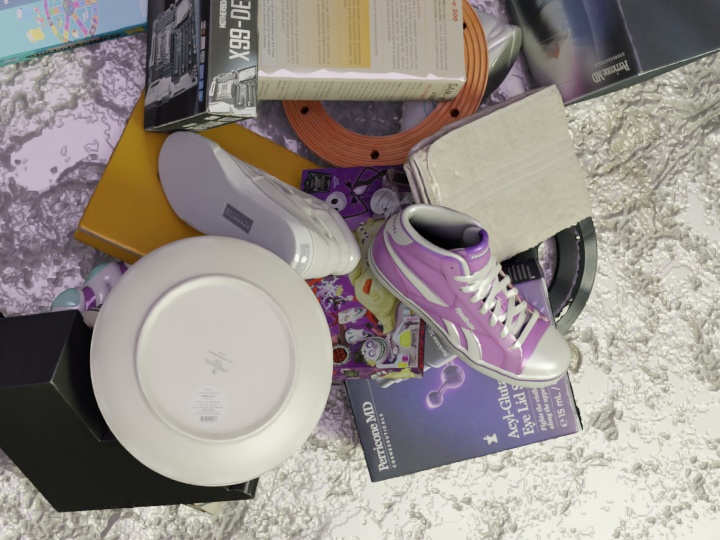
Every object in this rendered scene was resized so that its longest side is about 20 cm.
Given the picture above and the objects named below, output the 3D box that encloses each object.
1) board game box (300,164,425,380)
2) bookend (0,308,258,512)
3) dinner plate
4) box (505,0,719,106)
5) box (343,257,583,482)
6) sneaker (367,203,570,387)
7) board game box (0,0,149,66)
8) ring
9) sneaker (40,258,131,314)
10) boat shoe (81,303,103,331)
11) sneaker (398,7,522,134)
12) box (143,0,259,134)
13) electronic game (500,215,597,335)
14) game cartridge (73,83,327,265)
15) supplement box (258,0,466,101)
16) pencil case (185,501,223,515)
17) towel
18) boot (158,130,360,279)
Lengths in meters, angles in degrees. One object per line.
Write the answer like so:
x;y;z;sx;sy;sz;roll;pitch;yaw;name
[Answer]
0.000;0.000;1.518;0.119;0.032;0.202;-5;62;15;board game box
-0.207;0.106;1.441;0.197;0.201;0.093;-7;47;24;bookend
-0.116;0.071;1.384;0.198;0.024;0.202;1;84;-14;dinner plate
0.223;-0.266;1.571;0.122;0.200;0.200;-20;92;-20;box
0.085;0.089;1.562;0.198;0.104;0.149;-16;99;5;box
0.102;0.020;1.432;0.200;0.114;0.073;34;62;-4;sneaker
-0.283;-0.276;1.566;0.198;0.047;0.152;-15;92;-10;board game box
0.021;-0.184;1.596;0.198;0.019;0.202;-3;76;12;ring
-0.202;0.061;1.544;0.140;0.078;0.200;44;82;8;sneaker
-0.138;0.038;1.482;0.198;0.075;0.093;13;67;12;boat shoe
0.070;-0.158;1.624;0.080;0.070;0.201;32;87;16;sneaker
-0.137;-0.225;1.492;0.049;0.157;0.202;3;88;-27;box
0.129;-0.012;1.634;0.198;0.042;0.202;-1;96;-11;electronic game
-0.136;-0.058;1.559;0.199;0.032;0.177;27;56;-9;game cartridge
-0.011;-0.218;1.528;0.198;0.074;0.127;0;80;-9;supplement box
-0.123;0.126;1.569;0.089;0.078;0.201;31;83;4;pencil case
0.125;-0.077;1.553;0.199;0.034;0.134;-26;104;-37;towel
-0.088;-0.052;1.507;0.200;0.095;0.074;42;113;32;boot
